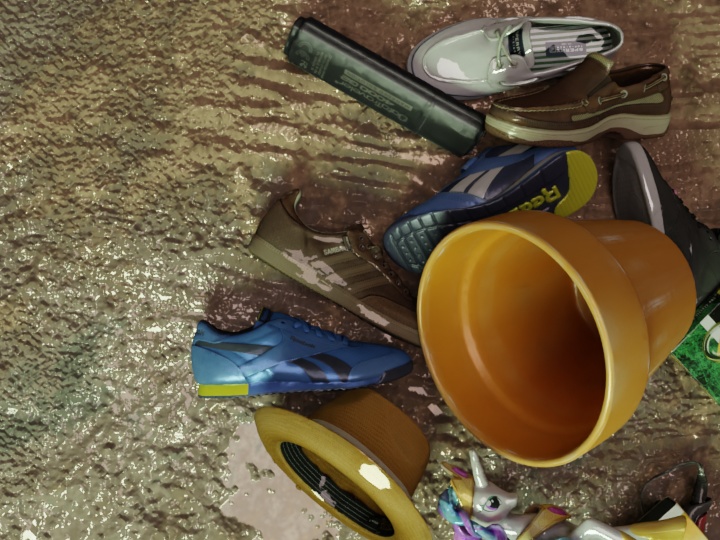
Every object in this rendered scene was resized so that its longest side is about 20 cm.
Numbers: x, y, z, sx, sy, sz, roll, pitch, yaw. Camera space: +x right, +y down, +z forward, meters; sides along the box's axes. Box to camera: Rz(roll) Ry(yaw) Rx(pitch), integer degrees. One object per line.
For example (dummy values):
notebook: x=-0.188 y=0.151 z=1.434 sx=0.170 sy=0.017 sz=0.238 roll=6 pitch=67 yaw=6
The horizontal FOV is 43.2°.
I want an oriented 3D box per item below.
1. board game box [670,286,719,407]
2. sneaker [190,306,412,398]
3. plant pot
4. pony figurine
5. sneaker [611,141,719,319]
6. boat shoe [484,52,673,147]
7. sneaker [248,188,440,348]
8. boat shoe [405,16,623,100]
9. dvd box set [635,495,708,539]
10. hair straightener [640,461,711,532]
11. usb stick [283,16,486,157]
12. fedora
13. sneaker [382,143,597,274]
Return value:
board game box: x=0.377 y=0.097 z=0.846 sx=0.200 sy=0.023 sz=0.105 roll=42 pitch=97 yaw=-19
sneaker: x=-0.052 y=0.070 z=0.817 sx=0.199 sy=0.066 sz=0.079 roll=-2 pitch=86 yaw=-5
plant pot: x=0.181 y=0.036 z=0.769 sx=0.183 sy=0.200 sz=0.201 roll=-19 pitch=92 yaw=-37
pony figurine: x=0.142 y=0.250 z=0.751 sx=0.199 sy=0.167 sz=0.194 roll=17 pitch=115 yaw=5
sneaker: x=0.307 y=-0.037 z=0.850 sx=0.099 sy=0.071 sz=0.201 roll=-23 pitch=98 yaw=-7
boat shoe: x=0.196 y=-0.157 z=0.807 sx=0.201 sy=0.075 sz=0.075 roll=-10 pitch=118 yaw=-32
sneaker: x=0.000 y=0.000 z=0.819 sx=0.199 sy=0.070 sz=0.076 roll=30 pitch=86 yaw=-5
boat shoe: x=0.141 y=-0.205 z=0.834 sx=0.199 sy=0.067 sz=0.074 roll=-12 pitch=91 yaw=-5
dvd box set: x=0.294 y=0.329 z=0.826 sx=0.146 sy=0.029 sz=0.200 roll=-40 pitch=91 yaw=-1
hair straightener: x=0.283 y=0.275 z=0.855 sx=0.076 sy=0.041 sz=0.201 roll=12 pitch=94 yaw=-4
usb stick: x=0.024 y=-0.166 z=0.831 sx=0.199 sy=0.055 sz=0.033 roll=28 pitch=59 yaw=-4
fedora: x=0.001 y=0.157 z=0.768 sx=0.200 sy=0.201 sz=0.082 roll=41 pitch=66 yaw=-4
sneaker: x=0.113 y=-0.062 z=0.833 sx=0.199 sy=0.082 sz=0.074 roll=-23 pitch=125 yaw=7
